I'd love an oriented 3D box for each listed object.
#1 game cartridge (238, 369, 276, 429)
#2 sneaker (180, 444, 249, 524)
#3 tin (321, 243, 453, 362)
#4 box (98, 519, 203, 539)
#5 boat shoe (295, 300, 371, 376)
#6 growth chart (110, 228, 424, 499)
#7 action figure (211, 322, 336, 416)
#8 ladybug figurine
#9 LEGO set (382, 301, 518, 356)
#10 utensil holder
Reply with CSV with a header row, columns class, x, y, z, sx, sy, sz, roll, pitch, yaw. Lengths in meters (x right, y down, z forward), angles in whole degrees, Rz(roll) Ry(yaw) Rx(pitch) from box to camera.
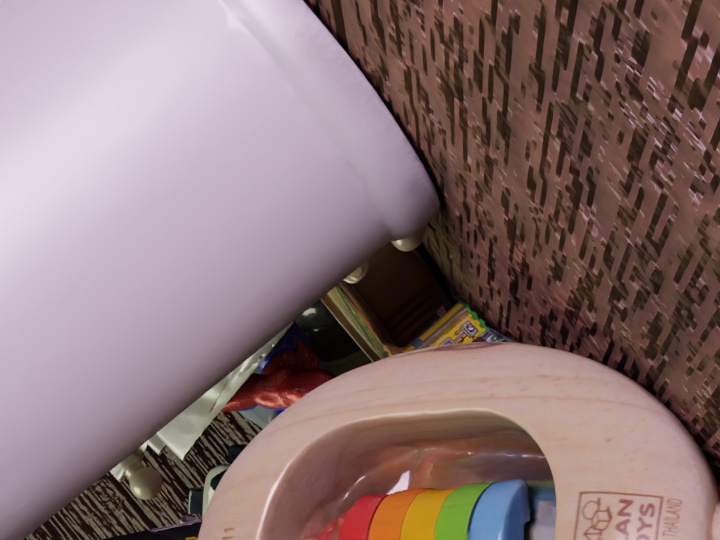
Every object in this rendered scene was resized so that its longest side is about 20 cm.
class,x,y,z,sx,sy,sz,roll,pitch,yaw
game cartridge,0.002,0.089,1.314,0.200,0.041,0.133,29,-175,-31
sneaker,-0.009,0.109,1.134,0.129,0.080,0.199,9,-161,27
tin,0.000,0.000,1.072,0.112,0.042,0.200,43,173,29
box,-0.034,0.156,0.839,0.200,0.049,0.160,30,-158,37
boat shoe,-0.050,-0.008,1.313,0.201,0.072,0.066,36,161,49
growth chart,-0.077,-0.006,0.997,0.145,0.200,0.018,54,-149,17
action figure,-0.052,0.053,1.053,0.065,0.099,0.200,43,-173,-37
ladybug figurine,0.038,0.094,0.786,0.200,0.136,0.072,-4,158,37
LEGO set,0.049,0.104,0.927,0.154,0.116,0.200,52,174,-21
utensil holder,-0.101,-0.022,0.858,0.170,0.200,0.170,50,174,7
